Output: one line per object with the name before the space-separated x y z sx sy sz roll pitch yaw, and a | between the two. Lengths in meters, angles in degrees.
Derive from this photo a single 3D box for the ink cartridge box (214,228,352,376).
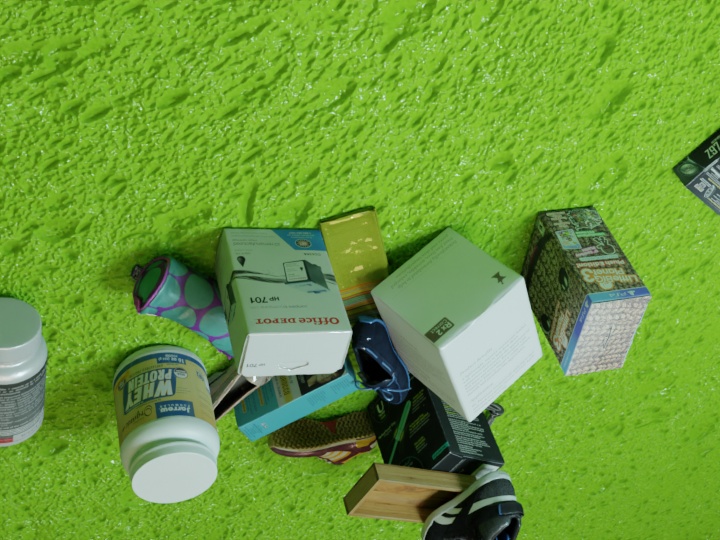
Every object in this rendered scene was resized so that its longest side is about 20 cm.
ink cartridge box | -0.108 0.039 1.350 0.146 0.200 0.086 0 134 -21

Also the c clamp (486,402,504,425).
c clamp | 0.209 0.303 1.867 0.170 0.027 0.200 2 134 -16

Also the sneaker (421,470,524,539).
sneaker | 0.173 0.413 1.550 0.073 0.112 0.200 19 126 -33

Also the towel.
towel | 0.000 0.000 1.462 0.086 0.018 0.200 -17 127 -5

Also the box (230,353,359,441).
box | -0.107 0.191 1.590 0.200 0.082 0.049 -28 136 7

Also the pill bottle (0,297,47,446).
pill bottle | -0.494 0.140 1.372 0.114 0.114 0.200 0 133 -21

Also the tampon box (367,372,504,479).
tampon box | 0.123 0.277 1.676 0.126 0.200 0.150 19 126 -34

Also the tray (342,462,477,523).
tray | 0.082 0.355 1.568 0.200 0.037 0.099 14 128 -31

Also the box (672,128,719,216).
box | 0.605 -0.155 1.537 0.200 0.044 0.160 26 120 -38

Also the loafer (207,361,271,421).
loafer | -0.177 0.170 1.557 0.200 0.063 0.072 -38 133 18

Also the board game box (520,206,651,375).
board game box | 0.335 0.030 1.507 0.097 0.200 0.160 -7 135 -14

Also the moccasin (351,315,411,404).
moccasin | 0.019 0.152 1.531 0.080 0.068 0.200 2 140 28

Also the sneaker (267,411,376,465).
sneaker | -0.065 0.307 1.729 0.199 0.075 0.090 -4 132 -15

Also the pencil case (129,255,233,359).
pencil case | -0.230 0.054 1.405 0.092 0.085 0.200 -50 131 7

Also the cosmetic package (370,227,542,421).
cosmetic package | 0.147 0.081 1.481 0.165 0.165 0.200 -39 138 -15

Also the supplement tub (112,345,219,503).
supplement tub | -0.288 0.227 1.472 0.144 0.200 0.145 -11 136 -11
